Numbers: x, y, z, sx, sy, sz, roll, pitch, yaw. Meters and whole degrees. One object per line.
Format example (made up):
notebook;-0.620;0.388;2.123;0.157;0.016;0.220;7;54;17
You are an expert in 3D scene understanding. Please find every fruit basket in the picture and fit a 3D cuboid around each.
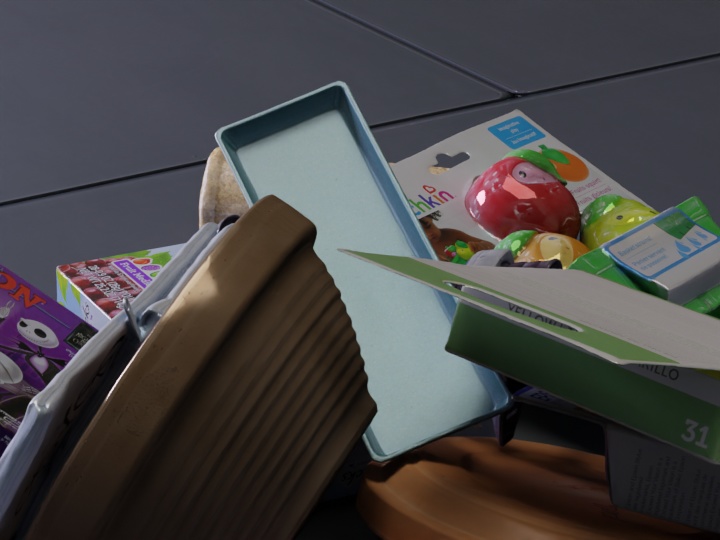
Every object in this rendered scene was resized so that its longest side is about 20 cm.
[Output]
fruit basket;0.111;-0.016;1.320;0.200;0.094;0.185;44;40;20

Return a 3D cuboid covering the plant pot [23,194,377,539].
plant pot;-0.056;0.074;1.028;0.093;0.201;0.201;32;28;3

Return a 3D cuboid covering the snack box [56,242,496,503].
snack box;-0.043;0.047;1.252;0.169;0.068;0.200;-11;28;-27

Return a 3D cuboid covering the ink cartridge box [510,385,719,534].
ink cartridge box;0.183;0.090;1.108;0.200;0.043;0.196;14;7;18

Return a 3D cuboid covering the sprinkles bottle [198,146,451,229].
sprinkles bottle;0.006;-0.034;1.441;0.200;0.068;0.068;5;24;10

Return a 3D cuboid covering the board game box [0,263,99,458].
board game box;-0.210;0.009;1.067;0.200;0.032;0.120;33;20;3

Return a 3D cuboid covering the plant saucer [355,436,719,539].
plant saucer;0.098;0.112;1.080;0.200;0.032;0.200;11;10;-2

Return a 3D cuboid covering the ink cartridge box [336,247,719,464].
ink cartridge box;0.096;0.036;1.008;0.145;0.048;0.200;22;12;35

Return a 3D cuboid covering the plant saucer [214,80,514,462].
plant saucer;0.000;0.000;1.119;0.070;0.019;0.200;-23;58;-7

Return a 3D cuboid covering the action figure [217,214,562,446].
action figure;-0.004;0.015;1.168;0.200;0.069;0.130;16;38;25

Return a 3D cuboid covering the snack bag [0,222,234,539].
snack bag;-0.129;0.083;1.038;0.021;0.189;0.200;33;28;4
